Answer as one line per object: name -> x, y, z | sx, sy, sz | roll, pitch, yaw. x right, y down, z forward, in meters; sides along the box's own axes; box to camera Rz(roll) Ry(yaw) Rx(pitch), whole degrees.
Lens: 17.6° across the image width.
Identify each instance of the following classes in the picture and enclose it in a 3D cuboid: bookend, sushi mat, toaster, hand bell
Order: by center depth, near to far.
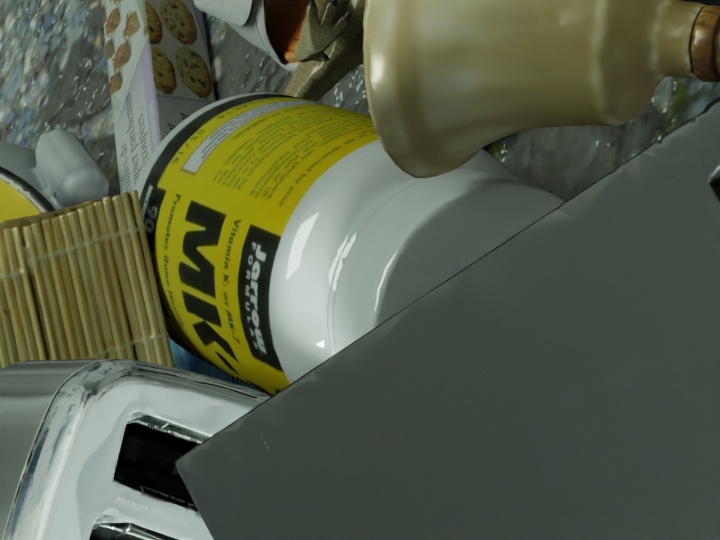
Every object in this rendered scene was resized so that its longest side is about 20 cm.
bookend -> 0.086, 0.085, 0.636 | 0.200, 0.092, 0.199 | -35, 77, 26
hand bell -> 0.113, -0.068, 0.695 | 0.200, 0.104, 0.104 | 9, 77, 26
toaster -> -0.065, 0.093, 0.811 | 0.129, 0.200, 0.114 | -15, 54, 65
sushi mat -> -0.110, 0.077, 0.886 | 0.012, 0.096, 0.200 | -179, 77, -85

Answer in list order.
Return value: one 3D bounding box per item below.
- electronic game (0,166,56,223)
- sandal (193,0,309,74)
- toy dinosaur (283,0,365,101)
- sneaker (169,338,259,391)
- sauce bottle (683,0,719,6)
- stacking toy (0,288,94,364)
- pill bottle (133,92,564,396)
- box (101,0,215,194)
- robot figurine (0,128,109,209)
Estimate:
electronic game -> -0.215, 0.033, 1.034 | 0.200, 0.042, 0.200 | -6, 60, 11
sandal -> -0.054, -0.150, 1.098 | 0.079, 0.059, 0.207 | -64, 31, 8
toy dinosaur -> -0.003, -0.102, 0.968 | 0.200, 0.058, 0.101 | -59, 14, 1
sneaker -> -0.103, 0.103, 0.990 | 0.078, 0.090, 0.200 | -5, 68, 58
sauce bottle -> 0.174, -0.121, 0.698 | 0.200, 0.066, 0.066 | -27, 50, 53
stacking toy -> -0.097, 0.102, 0.927 | 0.085, 0.085, 0.200 | -28, 81, 50
pill bottle -> 0.000, 0.000, 0.858 | 0.200, 0.114, 0.114 | 20, 89, 61
box -> -0.098, -0.087, 1.152 | 0.039, 0.041, 0.200 | -48, 35, 33
robot figurine -> -0.177, 0.009, 1.148 | 0.170, 0.113, 0.200 | -60, 30, 17
